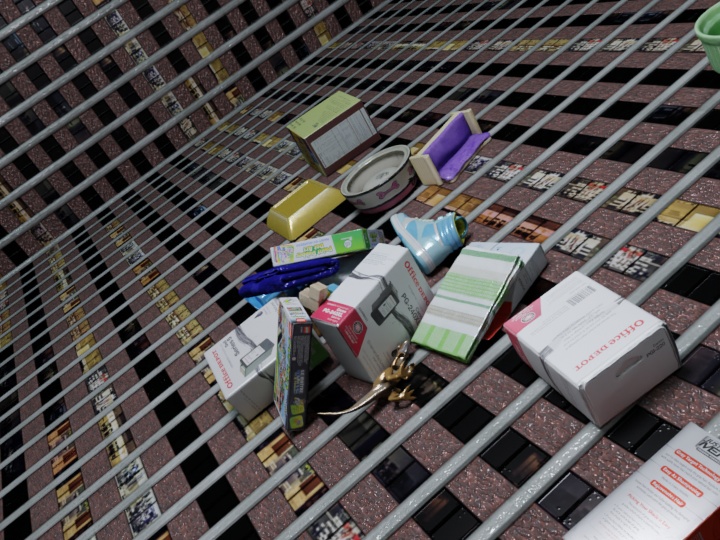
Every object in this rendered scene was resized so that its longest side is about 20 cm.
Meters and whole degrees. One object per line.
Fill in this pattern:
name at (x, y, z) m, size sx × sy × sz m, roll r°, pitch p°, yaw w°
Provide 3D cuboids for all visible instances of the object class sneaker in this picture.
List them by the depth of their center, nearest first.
sneaker at (0.145, -0.082, 1.534) m, size 0.130 × 0.080 × 0.200 m, roll -34°, pitch 37°, yaw 2°

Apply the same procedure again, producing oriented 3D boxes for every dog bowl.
dog bowl at (-0.181, 0.059, 1.675) m, size 0.111 × 0.050 × 0.199 m, roll -42°, pitch 28°, yaw -17°
dog bowl at (0.052, -0.217, 1.841) m, size 0.199 × 0.074 × 0.201 m, roll -28°, pitch 26°, yaw 15°

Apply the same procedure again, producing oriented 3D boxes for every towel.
towel at (0.182, 0.054, 1.283) m, size 0.149 × 0.031 × 0.201 m, roll 14°, pitch 69°, yaw 56°
towel at (-0.147, 0.009, 1.518) m, size 0.147 × 0.050 × 0.199 m, roll -19°, pitch 4°, yaw -33°

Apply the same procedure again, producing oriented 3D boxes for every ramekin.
ramekin at (0.771, -0.469, 1.482) m, size 0.199 × 0.098 × 0.201 m, roll -25°, pitch 28°, yaw 14°

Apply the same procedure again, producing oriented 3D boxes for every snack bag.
snack bag at (0.000, 0.000, 1.545) m, size 0.187 × 0.022 × 0.200 m, roll -12°, pitch 23°, yaw 10°

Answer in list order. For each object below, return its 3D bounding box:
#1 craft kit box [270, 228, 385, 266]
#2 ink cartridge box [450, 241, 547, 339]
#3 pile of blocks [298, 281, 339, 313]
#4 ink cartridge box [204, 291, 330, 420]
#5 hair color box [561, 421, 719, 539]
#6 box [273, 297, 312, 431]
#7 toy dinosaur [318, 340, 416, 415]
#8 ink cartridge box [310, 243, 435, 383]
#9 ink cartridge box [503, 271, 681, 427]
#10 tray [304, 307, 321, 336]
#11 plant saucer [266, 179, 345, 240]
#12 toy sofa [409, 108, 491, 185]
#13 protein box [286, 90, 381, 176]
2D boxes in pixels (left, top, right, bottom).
craft kit box at (-0.063, -0.048, 1.588) m, size 0.198 × 0.049 × 0.197 m, roll -11°, pitch 3°, yaw 14°
ink cartridge box at (0.209, 0.029, 1.317) m, size 0.159 × 0.047 × 0.200 m, roll 4°, pitch 44°, yaw 50°
pile of blocks at (-0.057, 0.063, 1.375) m, size 0.062 × 0.200 × 0.082 m, roll 25°, pitch 71°, yaw 29°
ink cartridge box at (-0.179, 0.160, 1.429) m, size 0.199 × 0.084 × 0.146 m, roll -38°, pitch 42°, yaw -3°
hair color box at (0.325, 0.264, 0.803) m, size 0.199 × 0.061 × 0.101 m, roll -38°, pitch 28°, yaw -8°
box at (-0.118, 0.160, 1.301) m, size 0.034 × 0.202 × 0.110 m, roll -2°, pitch 20°, yaw -19°
toy dinosaur at (0.037, 0.193, 1.239) m, size 0.200 × 0.061 × 0.106 m, roll -39°, pitch 14°, yaw -34°
ink cartridge box at (0.031, 0.071, 1.327) m, size 0.083 × 0.146 × 0.200 m, roll 10°, pitch 50°, yaw 50°
ink cartridge box at (0.316, 0.102, 1.049) m, size 0.145 × 0.085 × 0.200 m, roll -35°, pitch 26°, yaw -4°
tray at (-0.090, 0.094, 1.538) m, size 0.199 × 0.037 × 0.099 m, roll -30°, pitch 28°, yaw 6°
plant saucer at (-0.155, -0.176, 2.028) m, size 0.200 × 0.049 × 0.200 m, roll -40°, pitch 28°, yaw -12°
toy sofa at (0.217, -0.293, 1.793) m, size 0.097 × 0.083 × 0.200 m, roll 5°, pitch 45°, yaw 50°
protein box at (-0.081, -0.406, 2.226) m, size 0.199 × 0.135 × 0.199 m, roll -35°, pitch 28°, yaw -6°
